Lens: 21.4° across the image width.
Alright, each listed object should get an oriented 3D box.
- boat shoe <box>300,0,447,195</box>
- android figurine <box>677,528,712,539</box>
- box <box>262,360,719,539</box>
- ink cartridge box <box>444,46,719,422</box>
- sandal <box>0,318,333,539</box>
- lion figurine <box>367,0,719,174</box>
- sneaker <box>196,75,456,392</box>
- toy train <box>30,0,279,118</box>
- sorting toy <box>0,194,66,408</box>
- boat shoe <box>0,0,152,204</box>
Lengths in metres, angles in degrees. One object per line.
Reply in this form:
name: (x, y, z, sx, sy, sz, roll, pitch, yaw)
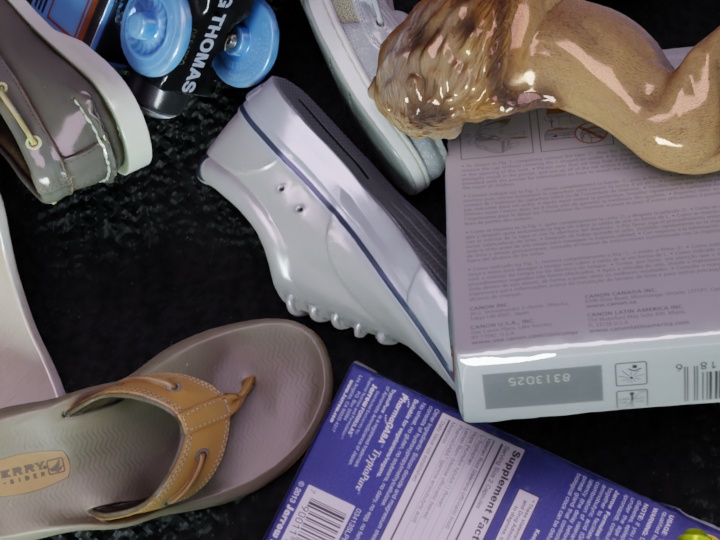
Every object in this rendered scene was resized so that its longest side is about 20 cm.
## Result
boat shoe: (0.005, -0.132, 0.947, 0.065, 0.074, 0.202, -22, 62, 2)
android figurine: (0.140, 0.208, 0.772, 0.041, 0.182, 0.201, -16, 55, 45)
box: (0.060, 0.136, 0.862, 0.199, 0.032, 0.121, 24, 74, 15)
ink cartridge box: (0.118, -0.022, 0.856, 0.162, 0.050, 0.200, -5, 40, 5)
sandal: (-0.102, 0.077, 0.870, 0.199, 0.054, 0.081, -15, 86, -16)
lion figurine: (0.108, -0.089, 0.840, 0.200, 0.072, 0.123, 24, 77, 24)
sneaker: (0.000, 0.000, 0.909, 0.071, 0.073, 0.200, -45, 71, 16)
toy train: (-0.077, -0.174, 0.903, 0.114, 0.087, 0.200, 40, 114, 35)
sorting toy: (-0.233, 0.046, 0.895, 0.200, 0.107, 0.180, -35, 81, -16)
boat shoe: (-0.179, -0.095, 0.924, 0.060, 0.072, 0.202, -32, 46, -24)
